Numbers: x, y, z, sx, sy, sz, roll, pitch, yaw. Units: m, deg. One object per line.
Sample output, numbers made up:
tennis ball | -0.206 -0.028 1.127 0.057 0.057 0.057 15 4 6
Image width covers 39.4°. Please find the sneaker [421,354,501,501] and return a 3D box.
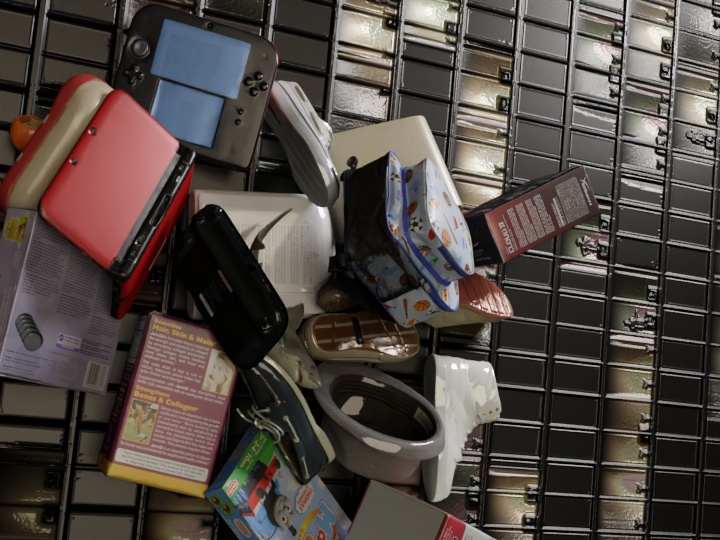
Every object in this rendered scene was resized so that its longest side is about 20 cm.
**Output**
sneaker | 0.147 0.224 1.418 0.113 0.074 0.204 6 83 -18

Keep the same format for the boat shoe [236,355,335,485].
boat shoe | -0.103 0.183 1.251 0.062 0.074 0.202 -44 124 -26

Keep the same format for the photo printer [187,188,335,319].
photo printer | -0.128 -0.019 1.324 0.196 0.069 0.170 0 88 -22

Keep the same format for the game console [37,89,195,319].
game console | -0.289 -0.076 1.200 0.117 0.173 0.202 24 57 -2

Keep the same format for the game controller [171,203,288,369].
game controller | -0.161 0.019 1.211 0.042 0.105 0.201 -5 52 -47

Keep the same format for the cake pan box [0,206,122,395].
cake pan box | -0.350 0.042 1.178 0.199 0.051 0.188 27 73 -62

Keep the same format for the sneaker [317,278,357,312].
sneaker | 0.000 0.000 1.355 0.199 0.070 0.077 -16 77 -52

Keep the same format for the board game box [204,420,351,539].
board game box | -0.098 0.306 1.282 0.202 0.036 0.152 57 33 -16

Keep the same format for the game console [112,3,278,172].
game console | -0.216 -0.238 1.301 0.196 0.031 0.180 16 80 -5

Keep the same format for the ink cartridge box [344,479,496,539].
ink cartridge box | 0.087 0.388 1.308 0.199 0.143 0.147 37 73 -44

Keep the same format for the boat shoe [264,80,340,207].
boat shoe | -0.066 -0.177 1.332 0.066 0.074 0.202 -18 70 -31

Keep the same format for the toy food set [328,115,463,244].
toy food set | 0.034 -0.126 1.404 0.197 0.060 0.146 -16 75 -23

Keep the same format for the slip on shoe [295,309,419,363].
slip on shoe | -0.006 0.095 1.374 0.198 0.060 0.077 -1 73 -41

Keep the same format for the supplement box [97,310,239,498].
supplement box | -0.236 0.165 1.250 0.129 0.103 0.204 18 81 -19

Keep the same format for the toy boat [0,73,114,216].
toy boat | -0.372 -0.149 1.217 0.130 0.130 0.202 33 87 21

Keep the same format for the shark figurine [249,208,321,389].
shark figurine | -0.103 0.039 1.266 0.089 0.127 0.218 -22 100 -40

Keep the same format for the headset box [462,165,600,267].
headset box | 0.214 -0.069 1.424 0.198 0.148 0.076 -26 96 -22

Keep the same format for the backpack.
backpack | 0.060 -0.033 1.262 0.202 0.151 0.192 -83 153 -42

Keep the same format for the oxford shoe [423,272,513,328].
oxford shoe | 0.134 0.046 1.435 0.197 0.074 0.072 13 46 -35

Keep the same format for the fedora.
fedora | 0.013 0.211 1.340 0.197 0.177 0.091 25 113 4
